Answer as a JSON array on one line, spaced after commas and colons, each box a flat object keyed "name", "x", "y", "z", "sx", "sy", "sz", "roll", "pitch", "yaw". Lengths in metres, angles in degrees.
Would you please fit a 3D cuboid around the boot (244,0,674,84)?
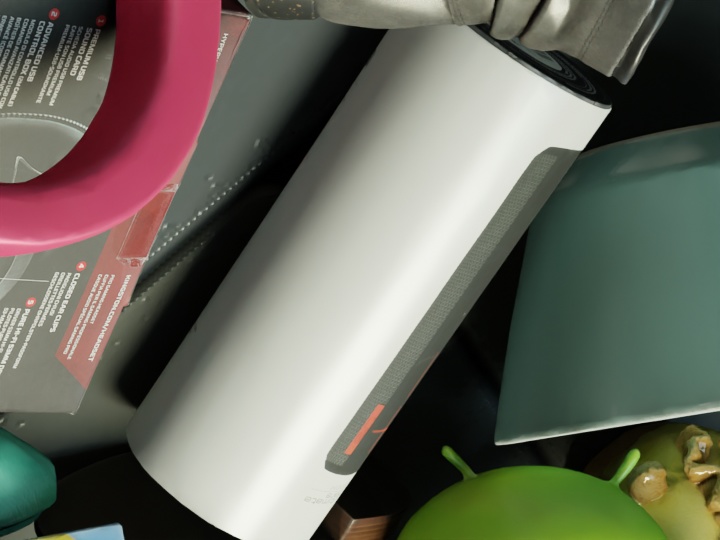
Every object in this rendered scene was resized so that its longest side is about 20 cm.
[{"name": "boot", "x": 0.040, "y": -0.159, "z": 0.721, "sx": 0.070, "sy": 0.132, "sz": 0.200, "roll": -64, "pitch": 160, "yaw": -66}]

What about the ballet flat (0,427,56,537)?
[{"name": "ballet flat", "x": -0.178, "y": 0.059, "z": 0.805, "sx": 0.200, "sy": 0.067, "sz": 0.070, "roll": -9, "pitch": 115, "yaw": -39}]

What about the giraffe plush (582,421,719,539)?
[{"name": "giraffe plush", "x": 0.143, "y": 0.137, "z": 1.095, "sx": 0.173, "sy": 0.200, "sz": 0.162, "roll": -37, "pitch": 116, "yaw": -33}]

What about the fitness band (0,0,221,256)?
[{"name": "fitness band", "x": -0.099, "y": -0.103, "z": 0.664, "sx": 0.144, "sy": 0.037, "sz": 0.200, "roll": 5, "pitch": 81, "yaw": -45}]

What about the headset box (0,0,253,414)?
[{"name": "headset box", "x": -0.137, "y": -0.038, "z": 0.742, "sx": 0.200, "sy": 0.077, "sz": 0.149, "roll": 2, "pitch": 122, "yaw": -43}]

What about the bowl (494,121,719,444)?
[{"name": "bowl", "x": 0.142, "y": 0.001, "z": 0.957, "sx": 0.201, "sy": 0.201, "sz": 0.105, "roll": -5, "pitch": 85, "yaw": -39}]

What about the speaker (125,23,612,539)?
[{"name": "speaker", "x": 0.000, "y": 0.000, "z": 0.895, "sx": 0.081, "sy": 0.081, "sz": 0.200, "roll": 19, "pitch": 110, "yaw": -48}]

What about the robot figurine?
[{"name": "robot figurine", "x": 0.065, "y": 0.167, "z": 0.984, "sx": 0.175, "sy": 0.116, "sz": 0.200, "roll": 2, "pitch": 93, "yaw": -10}]

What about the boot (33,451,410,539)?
[{"name": "boot", "x": -0.083, "y": 0.164, "z": 0.985, "sx": 0.186, "sy": 0.064, "sz": 0.200, "roll": 2, "pitch": 127, "yaw": -45}]

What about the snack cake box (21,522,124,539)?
[{"name": "snack cake box", "x": -0.183, "y": 0.136, "z": 0.820, "sx": 0.200, "sy": 0.067, "sz": 0.115, "roll": -7, "pitch": 173, "yaw": -37}]
